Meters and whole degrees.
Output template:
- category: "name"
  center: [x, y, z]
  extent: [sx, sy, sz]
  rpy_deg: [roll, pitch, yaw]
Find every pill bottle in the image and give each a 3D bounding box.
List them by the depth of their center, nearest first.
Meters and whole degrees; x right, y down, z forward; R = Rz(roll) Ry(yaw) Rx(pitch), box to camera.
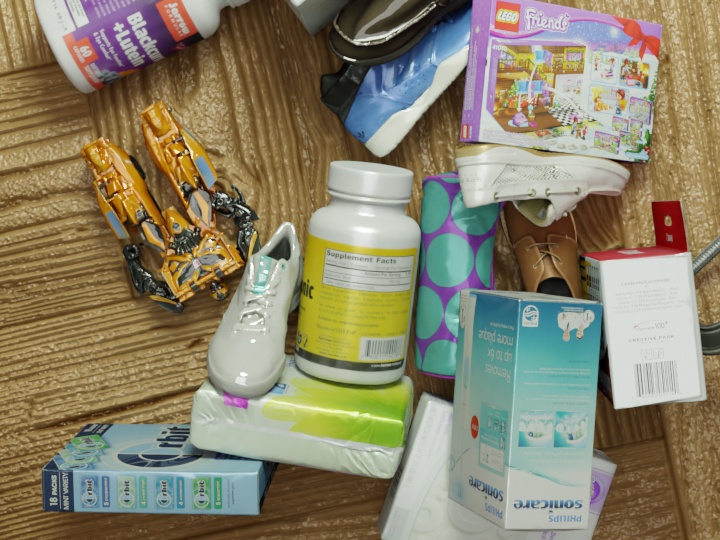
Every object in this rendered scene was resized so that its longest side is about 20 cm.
- category: "pill bottle"
  center: [0.000, 0.000, 1.338]
  extent: [0.110, 0.111, 0.202]
  rpy_deg: [8, 100, 3]
- category: "pill bottle"
  center: [-0.205, -0.262, 1.353]
  extent: [0.199, 0.111, 0.112]
  rpy_deg: [-25, 90, 4]

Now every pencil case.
- category: "pencil case"
  center: [0.101, 0.003, 1.358]
  extent: [0.092, 0.085, 0.202]
  rpy_deg: [1, 92, 19]

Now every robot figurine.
- category: "robot figurine"
  center: [-0.189, -0.057, 1.383]
  extent: [0.144, 0.058, 0.201]
  rpy_deg: [-31, 89, 4]

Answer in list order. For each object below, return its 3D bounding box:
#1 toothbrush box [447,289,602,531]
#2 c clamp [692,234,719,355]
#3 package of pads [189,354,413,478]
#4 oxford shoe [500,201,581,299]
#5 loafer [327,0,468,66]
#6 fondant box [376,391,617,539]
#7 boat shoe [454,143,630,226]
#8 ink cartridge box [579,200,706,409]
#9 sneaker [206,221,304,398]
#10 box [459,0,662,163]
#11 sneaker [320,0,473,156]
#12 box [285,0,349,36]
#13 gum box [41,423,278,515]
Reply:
- category: "toothbrush box"
  center: [0.146, 0.122, 1.255]
  extent: [0.085, 0.146, 0.202]
  rpy_deg: [2, 93, -17]
- category: "c clamp"
  center: [0.367, -0.018, 1.340]
  extent: [0.027, 0.171, 0.200]
  rpy_deg: [32, 105, -39]
- category: "package of pads"
  center: [-0.051, 0.135, 1.335]
  extent: [0.198, 0.155, 0.069]
  rpy_deg: [10, 102, 5]
- category: "oxford shoe"
  center: [0.183, -0.017, 1.361]
  extent: [0.071, 0.071, 0.201]
  rpy_deg: [-15, 87, 5]
- category: "loafer"
  center: [0.050, -0.267, 1.289]
  extent: [0.200, 0.071, 0.073]
  rpy_deg: [-38, 65, -13]
- category: "fondant box"
  center: [0.133, 0.221, 1.366]
  extent: [0.199, 0.058, 0.145]
  rpy_deg: [19, 92, -6]
- category: "boat shoe"
  center: [0.172, -0.076, 1.317]
  extent: [0.199, 0.071, 0.070]
  rpy_deg: [3, 85, -31]
- category: "ink cartridge box"
  center: [0.256, 0.026, 1.293]
  extent: [0.083, 0.200, 0.177]
  rpy_deg: [-6, 91, 4]
- category: "sneaker"
  center: [-0.096, 0.031, 1.308]
  extent: [0.075, 0.201, 0.089]
  rpy_deg: [11, 128, 3]
- category: "box"
  center: [0.194, -0.180, 1.327]
  extent: [0.199, 0.039, 0.138]
  rpy_deg: [5, 92, -27]
- category: "sneaker"
  center: [0.044, -0.220, 1.350]
  extent: [0.111, 0.077, 0.200]
  rpy_deg: [40, 99, -9]
- category: "box"
  center: [-0.009, -0.339, 1.297]
  extent: [0.198, 0.200, 0.131]
  rpy_deg: [-35, 90, 3]
- category: "gum box"
  center: [-0.185, 0.187, 1.333]
  extent: [0.198, 0.170, 0.045]
  rpy_deg: [0, 98, 3]
